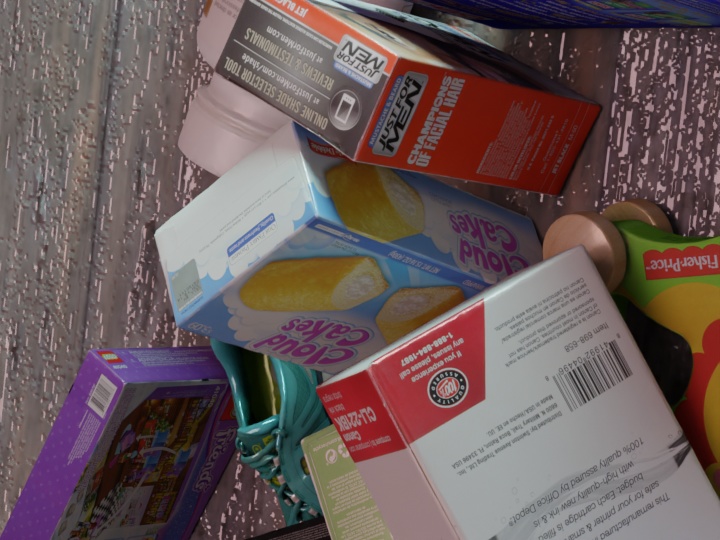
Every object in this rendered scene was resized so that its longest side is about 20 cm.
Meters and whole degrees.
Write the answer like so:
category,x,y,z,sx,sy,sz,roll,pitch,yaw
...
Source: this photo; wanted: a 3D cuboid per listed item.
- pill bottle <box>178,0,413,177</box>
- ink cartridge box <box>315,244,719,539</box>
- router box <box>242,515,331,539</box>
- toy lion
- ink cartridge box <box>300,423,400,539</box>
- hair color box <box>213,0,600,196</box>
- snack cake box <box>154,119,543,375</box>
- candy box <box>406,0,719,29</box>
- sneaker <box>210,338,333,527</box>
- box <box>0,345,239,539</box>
category,x,y,z,sx,sy,sz,roll,pitch,yaw
pill bottle,-0.032,-0.150,1.424,0.114,0.114,0.201,32,108,34
ink cartridge box,0.092,0.111,1.262,0.201,0.144,0.084,62,156,0
router box,-0.038,0.230,1.410,0.200,0.062,0.150,-20,112,35
toy lion,0.202,0.055,1.276,0.199,0.069,0.193,-4,97,42
ink cartridge box,0.050,0.177,1.334,0.048,0.145,0.201,-27,73,32
hair color box,0.029,-0.099,1.320,0.111,0.200,0.064,33,107,33
snack cake box,0.000,0.000,1.338,0.115,0.200,0.067,-38,52,30
candy box,0.109,-0.175,1.281,0.199,0.169,0.077,3,88,38
sneaker,-0.041,0.114,1.448,0.077,0.080,0.201,-31,72,33
box,-0.150,0.139,1.495,0.039,0.137,0.200,39,111,31
